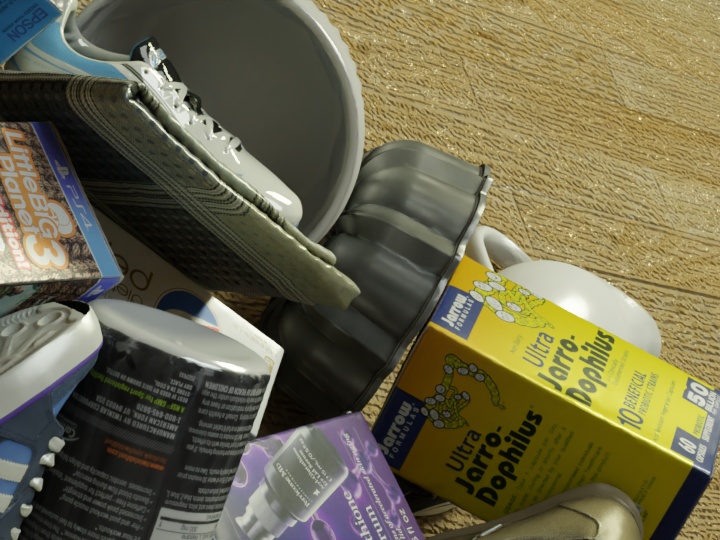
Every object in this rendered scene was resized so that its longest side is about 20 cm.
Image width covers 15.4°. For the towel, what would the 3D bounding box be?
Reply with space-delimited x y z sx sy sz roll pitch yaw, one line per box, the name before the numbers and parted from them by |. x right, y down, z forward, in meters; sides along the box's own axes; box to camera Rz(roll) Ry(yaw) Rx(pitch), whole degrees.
towel | -0.114 -0.049 1.464 0.200 0.192 0.035 43 67 -34

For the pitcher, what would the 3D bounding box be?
pitcher | 0.122 0.035 1.923 0.171 0.121 0.200 40 17 12

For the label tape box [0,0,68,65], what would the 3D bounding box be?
label tape box | -0.220 -0.188 1.590 0.063 0.144 0.200 43 33 -21

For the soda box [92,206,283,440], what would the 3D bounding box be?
soda box | -0.142 0.027 1.515 0.200 0.064 0.068 37 47 -24

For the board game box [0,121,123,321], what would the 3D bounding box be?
board game box | -0.252 0.004 1.349 0.200 0.159 0.097 -4 64 -57

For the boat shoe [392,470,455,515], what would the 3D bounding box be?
boat shoe | 0.048 0.121 1.764 0.200 0.066 0.070 -12 72 -58

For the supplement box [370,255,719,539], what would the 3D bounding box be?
supplement box | 0.118 0.098 1.680 0.199 0.110 0.109 28 29 1

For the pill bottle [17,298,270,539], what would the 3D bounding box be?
pill bottle | -0.127 0.125 1.384 0.106 0.201 0.106 20 6 -2

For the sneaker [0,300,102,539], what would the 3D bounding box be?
sneaker | -0.186 0.125 1.322 0.200 0.080 0.147 -38 116 -20

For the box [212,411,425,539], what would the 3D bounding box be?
box | -0.054 0.179 1.524 0.200 0.104 0.149 -12 72 -58

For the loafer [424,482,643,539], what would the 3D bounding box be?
loafer | 0.078 0.191 1.610 0.076 0.199 0.067 59 8 -8

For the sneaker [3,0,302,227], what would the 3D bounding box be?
sneaker | -0.115 -0.088 1.562 0.199 0.073 0.072 34 14 -1

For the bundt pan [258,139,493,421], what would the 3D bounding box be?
bundt pan | 0.000 0.000 1.697 0.076 0.202 0.202 32 35 -7

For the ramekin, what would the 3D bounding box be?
ramekin | -0.089 -0.095 1.646 0.201 0.200 0.105 54 15 -4
